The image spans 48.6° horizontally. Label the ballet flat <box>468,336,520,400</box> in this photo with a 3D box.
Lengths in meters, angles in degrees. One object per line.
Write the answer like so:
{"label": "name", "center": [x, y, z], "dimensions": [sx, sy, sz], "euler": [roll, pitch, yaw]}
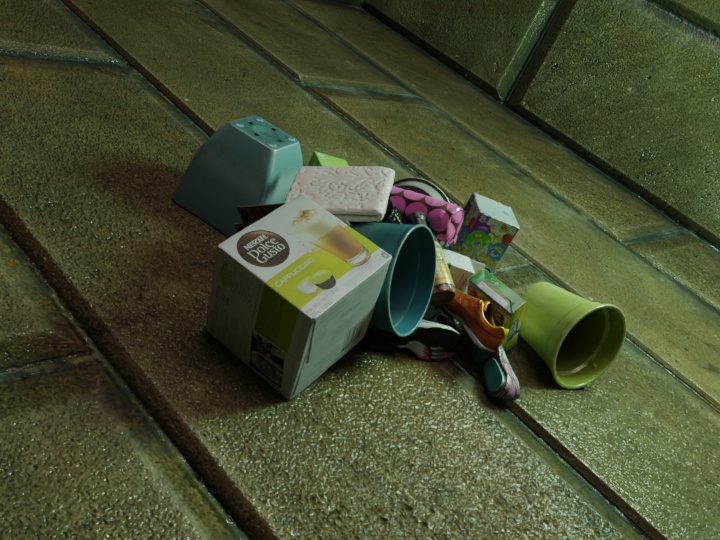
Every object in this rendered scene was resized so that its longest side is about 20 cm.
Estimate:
{"label": "ballet flat", "center": [0.266, 0.183, 1.571], "dimensions": [0.071, 0.069, 0.200], "euler": [33, 24, -30]}

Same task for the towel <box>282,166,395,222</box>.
{"label": "towel", "center": [-0.039, -0.144, 1.490], "dimensions": [0.191, 0.032, 0.200], "euler": [1, 31, 9]}

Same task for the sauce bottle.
{"label": "sauce bottle", "center": [0.133, -0.027, 1.589], "dimensions": [0.066, 0.066, 0.200], "euler": [6, 52, -35]}

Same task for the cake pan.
{"label": "cake pan", "center": [0.111, -0.105, 1.777], "dimensions": [0.200, 0.200, 0.037], "euler": [36, 25, 17]}

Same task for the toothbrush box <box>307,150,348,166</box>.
{"label": "toothbrush box", "center": [-0.070, -0.146, 1.749], "dimensions": [0.086, 0.146, 0.200], "euler": [13, 29, -26]}

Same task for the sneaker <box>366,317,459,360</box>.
{"label": "sneaker", "center": [0.097, 0.109, 1.523], "dimensions": [0.200, 0.080, 0.086], "euler": [14, 28, -26]}

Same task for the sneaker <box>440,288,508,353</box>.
{"label": "sneaker", "center": [0.218, 0.076, 1.575], "dimensions": [0.200, 0.077, 0.073], "euler": [47, 16, 32]}

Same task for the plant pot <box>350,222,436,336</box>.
{"label": "plant pot", "center": [0.012, 0.002, 1.437], "dimensions": [0.188, 0.200, 0.200], "euler": [12, 19, 26]}

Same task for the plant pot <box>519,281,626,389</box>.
{"label": "plant pot", "center": [0.430, 0.120, 1.710], "dimensions": [0.200, 0.201, 0.184], "euler": [7, 22, -35]}

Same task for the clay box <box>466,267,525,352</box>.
{"label": "clay box", "center": [0.271, 0.094, 1.640], "dimensions": [0.048, 0.200, 0.115], "euler": [-38, 62, -21]}

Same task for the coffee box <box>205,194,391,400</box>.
{"label": "coffee box", "center": [-0.104, 0.038, 1.276], "dimensions": [0.198, 0.200, 0.200], "euler": [36, 47, 19]}

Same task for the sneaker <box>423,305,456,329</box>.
{"label": "sneaker", "center": [0.125, 0.060, 1.626], "dimensions": [0.200, 0.066, 0.090], "euler": [49, 18, 0]}

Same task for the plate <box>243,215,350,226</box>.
{"label": "plate", "center": [-0.106, -0.089, 1.554], "dimensions": [0.200, 0.032, 0.200], "euler": [4, -10, 9]}

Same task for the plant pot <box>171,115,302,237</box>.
{"label": "plant pot", "center": [-0.231, -0.202, 1.641], "dimensions": [0.196, 0.200, 0.196], "euler": [32, 28, 11]}

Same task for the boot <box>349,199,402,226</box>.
{"label": "boot", "center": [0.040, -0.089, 1.582], "dimensions": [0.079, 0.158, 0.211], "euler": [-8, 28, 17]}

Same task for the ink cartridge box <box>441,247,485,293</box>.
{"label": "ink cartridge box", "center": [0.163, 0.015, 1.706], "dimensions": [0.200, 0.116, 0.067], "euler": [19, 27, -15]}

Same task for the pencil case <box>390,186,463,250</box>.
{"label": "pencil case", "center": [0.117, -0.118, 1.705], "dimensions": [0.200, 0.091, 0.094], "euler": [23, -20, 23]}

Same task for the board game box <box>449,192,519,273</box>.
{"label": "board game box", "center": [0.263, -0.058, 1.833], "dimensions": [0.103, 0.200, 0.105], "euler": [19, 28, -14]}

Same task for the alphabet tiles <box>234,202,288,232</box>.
{"label": "alphabet tiles", "center": [-0.154, -0.042, 1.440], "dimensions": [0.008, 0.167, 0.200], "euler": [-35, 23, -34]}
